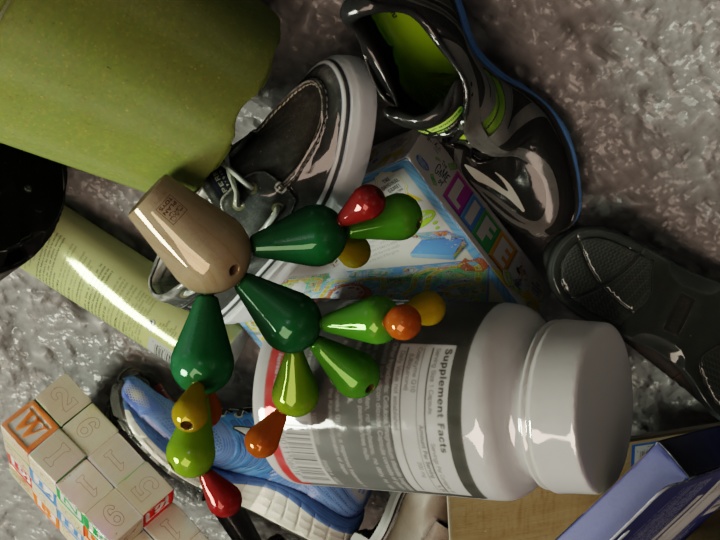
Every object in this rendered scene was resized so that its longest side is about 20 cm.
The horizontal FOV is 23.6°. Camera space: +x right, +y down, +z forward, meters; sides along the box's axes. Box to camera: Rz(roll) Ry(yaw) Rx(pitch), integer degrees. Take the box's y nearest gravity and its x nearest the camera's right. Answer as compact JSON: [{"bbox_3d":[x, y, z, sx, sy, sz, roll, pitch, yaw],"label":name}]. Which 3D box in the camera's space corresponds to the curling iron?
[{"bbox_3d":[-0.113,0.154,1.215,0.200,0.050,0.026,53,159,-1],"label":"curling iron"}]

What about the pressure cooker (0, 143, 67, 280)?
[{"bbox_3d":[-0.305,-0.042,1.070,0.200,0.179,0.176,-32,102,38],"label":"pressure cooker"}]

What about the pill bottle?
[{"bbox_3d":[0.049,0.074,0.998,0.200,0.114,0.114,1,128,28],"label":"pill bottle"}]

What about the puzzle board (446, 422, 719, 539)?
[{"bbox_3d":[0.155,0.164,1.105,0.200,0.017,0.151,-9,125,-5],"label":"puzzle board"}]

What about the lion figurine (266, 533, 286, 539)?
[{"bbox_3d":[-0.017,0.253,1.273,0.200,0.072,0.123,5,133,17],"label":"lion figurine"}]

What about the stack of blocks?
[{"bbox_3d":[-0.163,0.179,1.209,0.200,0.059,0.115,45,158,12],"label":"stack of blocks"}]

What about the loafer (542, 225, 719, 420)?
[{"bbox_3d":[0.195,0.034,1.015,0.200,0.063,0.072,34,92,-8],"label":"loafer"}]

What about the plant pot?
[{"bbox_3d":[-0.152,-0.134,0.948,0.190,0.200,0.200,27,135,-18],"label":"plant pot"}]

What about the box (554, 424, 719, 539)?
[{"bbox_3d":[0.163,0.141,0.992,0.121,0.200,0.032,-48,69,21],"label":"box"}]

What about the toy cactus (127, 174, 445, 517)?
[{"bbox_3d":[-0.056,0.018,0.924,0.165,0.102,0.200,42,90,-11],"label":"toy cactus"}]

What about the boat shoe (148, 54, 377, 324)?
[{"bbox_3d":[-0.059,-0.041,0.986,0.071,0.072,0.200,5,131,-36],"label":"boat shoe"}]

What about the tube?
[{"bbox_3d":[-0.168,0.004,1.148,0.200,0.052,0.058,31,91,8],"label":"tube"}]

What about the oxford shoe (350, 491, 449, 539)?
[{"bbox_3d":[0.058,0.167,1.145,0.084,0.073,0.200,43,126,20],"label":"oxford shoe"}]

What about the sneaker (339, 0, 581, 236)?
[{"bbox_3d":[0.050,-0.090,0.946,0.071,0.083,0.200,-19,121,36],"label":"sneaker"}]

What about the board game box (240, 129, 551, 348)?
[{"bbox_3d":[0.000,0.000,1.066,0.200,0.034,0.134,-20,118,40],"label":"board game box"}]

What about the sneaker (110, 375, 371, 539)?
[{"bbox_3d":[-0.077,0.113,1.173,0.200,0.089,0.079,27,178,-20],"label":"sneaker"}]
